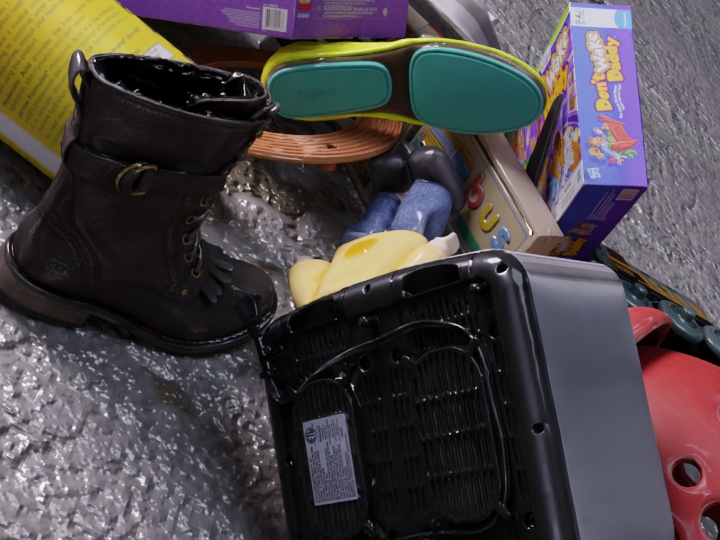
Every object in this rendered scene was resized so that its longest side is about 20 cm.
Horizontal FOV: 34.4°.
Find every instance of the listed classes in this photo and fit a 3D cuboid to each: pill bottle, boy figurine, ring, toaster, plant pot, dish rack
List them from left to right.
[{"bbox_3d":[-0.191,-0.128,0.707,0.200,0.111,0.111,38,33,-6],"label":"pill bottle"},{"bbox_3d":[-0.067,-0.120,0.852,0.199,0.019,0.201,11,28,-6],"label":"ring"},{"bbox_3d":[0.000,0.000,0.767,0.200,0.124,0.065,-57,134,-43],"label":"boy figurine"},{"bbox_3d":[0.043,-0.248,0.949,0.200,0.044,0.172,45,8,10],"label":"dish rack"},{"bbox_3d":[0.046,0.084,0.604,0.118,0.180,0.202,2,74,-50],"label":"toaster"},{"bbox_3d":[0.169,0.139,0.701,0.182,0.201,0.200,44,33,17],"label":"plant pot"}]

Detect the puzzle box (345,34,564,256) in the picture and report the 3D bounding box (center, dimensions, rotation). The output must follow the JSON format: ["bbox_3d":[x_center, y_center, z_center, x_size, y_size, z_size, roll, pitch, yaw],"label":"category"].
[{"bbox_3d":[0.061,-0.059,0.864,0.025,0.133,0.201,2,49,-38],"label":"puzzle box"}]

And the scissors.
[{"bbox_3d":[0.116,-0.033,0.835,0.014,0.200,0.073,-6,55,-31],"label":"scissors"}]

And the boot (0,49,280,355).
[{"bbox_3d":[-0.094,-0.035,0.642,0.199,0.174,0.070,9,45,-39],"label":"boot"}]

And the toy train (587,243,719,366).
[{"bbox_3d":[0.239,0.044,0.984,0.199,0.085,0.114,25,27,-23],"label":"toy train"}]

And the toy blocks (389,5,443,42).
[{"bbox_3d":[0.057,-0.183,1.056,0.200,0.100,0.137,46,45,7],"label":"toy blocks"}]

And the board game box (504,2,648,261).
[{"bbox_3d":[0.151,-0.082,0.852,0.044,0.200,0.135,2,69,-6],"label":"board game box"}]

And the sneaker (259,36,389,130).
[{"bbox_3d":[0.021,-0.163,0.963,0.200,0.109,0.070,38,32,-4],"label":"sneaker"}]

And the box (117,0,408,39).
[{"bbox_3d":[-0.082,-0.203,0.869,0.199,0.039,0.136,16,18,33],"label":"box"}]

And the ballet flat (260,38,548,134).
[{"bbox_3d":[0.030,-0.137,0.812,0.198,0.067,0.067,3,32,5],"label":"ballet flat"}]
